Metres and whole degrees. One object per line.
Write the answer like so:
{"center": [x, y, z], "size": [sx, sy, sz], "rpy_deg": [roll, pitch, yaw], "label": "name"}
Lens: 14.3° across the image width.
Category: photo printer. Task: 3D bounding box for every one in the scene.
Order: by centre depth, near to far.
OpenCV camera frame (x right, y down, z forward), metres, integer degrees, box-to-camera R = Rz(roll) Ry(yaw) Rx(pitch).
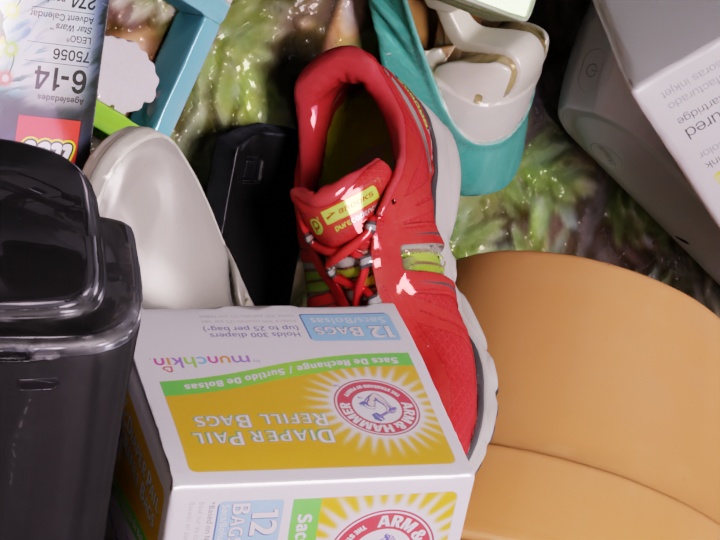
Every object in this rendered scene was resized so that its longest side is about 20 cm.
{"center": [0.181, -0.090, 1.310], "size": [0.200, 0.069, 0.167], "rpy_deg": [42, 73, -39], "label": "photo printer"}

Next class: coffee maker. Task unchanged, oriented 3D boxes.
{"center": [-0.132, 0.080, 0.962], "size": [0.134, 0.192, 0.200], "rpy_deg": [-13, 129, -30], "label": "coffee maker"}

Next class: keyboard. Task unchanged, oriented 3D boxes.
{"center": [-0.070, 0.037, 1.159], "size": [0.104, 0.040, 0.201], "rpy_deg": [4, 97, -65], "label": "keyboard"}

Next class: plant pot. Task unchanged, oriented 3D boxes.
{"center": [0.079, 0.083, 1.196], "size": [0.200, 0.200, 0.140], "rpy_deg": [34, 62, -40], "label": "plant pot"}

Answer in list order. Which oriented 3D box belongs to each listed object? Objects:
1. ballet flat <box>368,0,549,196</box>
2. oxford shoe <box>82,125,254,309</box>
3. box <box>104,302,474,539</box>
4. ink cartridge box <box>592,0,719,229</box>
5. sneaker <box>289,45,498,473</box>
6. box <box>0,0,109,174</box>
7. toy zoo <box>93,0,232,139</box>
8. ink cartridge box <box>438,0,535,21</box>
{"center": [0.039, -0.109, 1.183], "size": [0.067, 0.070, 0.200], "rpy_deg": [-39, 123, -28], "label": "ballet flat"}
{"center": [-0.058, 0.034, 1.080], "size": [0.075, 0.058, 0.200], "rpy_deg": [-40, 130, -37], "label": "oxford shoe"}
{"center": [-0.040, 0.120, 1.032], "size": [0.112, 0.101, 0.200], "rpy_deg": [-2, 126, -18], "label": "box"}
{"center": [0.206, -0.068, 1.193], "size": [0.145, 0.088, 0.200], "rpy_deg": [-28, 131, 11], "label": "ink cartridge box"}
{"center": [0.000, 0.000, 1.118], "size": [0.085, 0.077, 0.200], "rpy_deg": [51, 25, -53], "label": "sneaker"}
{"center": [-0.183, -0.099, 0.995], "size": [0.200, 0.040, 0.137], "rpy_deg": [4, 97, -33], "label": "box"}
{"center": [-0.102, -0.124, 1.091], "size": [0.131, 0.020, 0.200], "rpy_deg": [30, 81, -41], "label": "toy zoo"}
{"center": [0.025, -0.212, 1.100], "size": [0.145, 0.048, 0.201], "rpy_deg": [19, 89, -17], "label": "ink cartridge box"}
